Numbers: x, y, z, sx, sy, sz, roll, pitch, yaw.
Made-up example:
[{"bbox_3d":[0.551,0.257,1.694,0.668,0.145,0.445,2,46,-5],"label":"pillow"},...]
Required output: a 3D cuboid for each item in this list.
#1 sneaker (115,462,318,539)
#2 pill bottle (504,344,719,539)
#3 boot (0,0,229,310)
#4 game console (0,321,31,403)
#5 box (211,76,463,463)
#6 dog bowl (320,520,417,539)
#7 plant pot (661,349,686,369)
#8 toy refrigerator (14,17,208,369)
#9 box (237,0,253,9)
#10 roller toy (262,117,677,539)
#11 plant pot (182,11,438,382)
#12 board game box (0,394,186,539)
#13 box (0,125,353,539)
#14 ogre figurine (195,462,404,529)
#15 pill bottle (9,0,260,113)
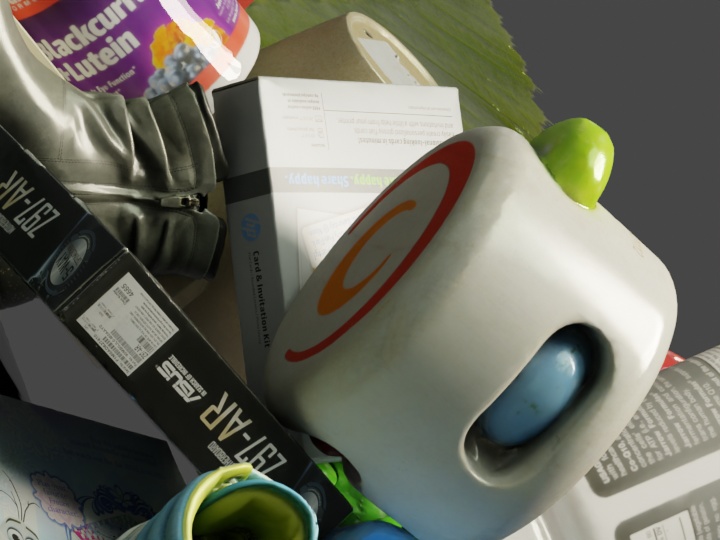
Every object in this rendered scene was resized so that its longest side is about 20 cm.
[{"bbox_3d":[-0.058,0.127,1.071,0.080,0.131,0.200,49,19,-2],"label":"sneaker"},{"bbox_3d":[0.153,0.121,1.380,0.114,0.200,0.114,158,-90,-79],"label":"pill bottle"},{"bbox_3d":[-0.139,-0.081,1.269,0.068,0.131,0.200,-126,-154,-64],"label":"boot"},{"bbox_3d":[-0.250,-0.014,1.226,0.176,0.116,0.200,-3,46,-29],"label":"game console"},{"bbox_3d":[0.000,0.000,1.332,0.156,0.041,0.200,0,82,-45],"label":"box"},{"bbox_3d":[0.000,0.198,1.162,0.111,0.050,0.200,45,31,-24],"label":"dog bowl"},{"bbox_3d":[0.126,0.121,1.529,0.182,0.200,0.200,36,22,-25],"label":"plant pot"},{"bbox_3d":[-0.172,-0.049,1.355,0.200,0.076,0.070,50,-16,4],"label":"toy refrigerator"},{"bbox_3d":[-0.139,-0.187,1.531,0.095,0.200,0.100,26,29,-54],"label":"box"},{"bbox_3d":[0.055,0.037,1.207,0.140,0.200,0.182,41,47,-14],"label":"roller toy"},{"bbox_3d":[-0.047,-0.053,1.478,0.187,0.200,0.187,42,20,-19],"label":"plant pot"},{"bbox_3d":[-0.125,0.150,1.143,0.200,0.043,0.199,23,34,-53],"label":"board game box"},{"bbox_3d":[-0.102,0.034,1.176,0.200,0.044,0.160,52,-8,-38],"label":"box"},{"bbox_3d":[-0.006,0.164,1.320,0.120,0.098,0.200,-3,37,-45],"label":"ogre figurine"},{"bbox_3d":[-0.156,-0.170,1.400,0.200,0.111,0.111,49,16,-26],"label":"pill bottle"}]
